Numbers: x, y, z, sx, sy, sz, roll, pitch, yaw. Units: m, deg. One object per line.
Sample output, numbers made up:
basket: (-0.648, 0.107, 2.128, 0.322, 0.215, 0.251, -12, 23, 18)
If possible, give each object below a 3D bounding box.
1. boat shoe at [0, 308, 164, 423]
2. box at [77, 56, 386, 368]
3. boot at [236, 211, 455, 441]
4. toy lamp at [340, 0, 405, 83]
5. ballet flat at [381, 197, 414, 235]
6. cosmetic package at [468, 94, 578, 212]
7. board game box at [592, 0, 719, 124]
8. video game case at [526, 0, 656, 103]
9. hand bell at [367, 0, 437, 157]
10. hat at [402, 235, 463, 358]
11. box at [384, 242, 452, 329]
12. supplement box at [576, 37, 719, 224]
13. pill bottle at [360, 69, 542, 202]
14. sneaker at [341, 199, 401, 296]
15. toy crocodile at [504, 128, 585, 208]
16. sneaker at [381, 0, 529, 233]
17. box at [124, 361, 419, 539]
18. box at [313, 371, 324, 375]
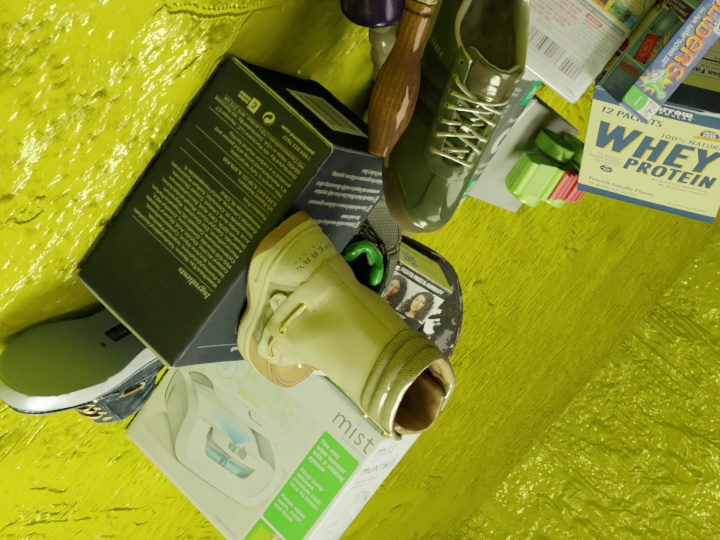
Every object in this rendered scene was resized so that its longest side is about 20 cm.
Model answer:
boat shoe: (-0.204, 0.084, 1.180, 0.200, 0.071, 0.091, -26, 148, -55)
box: (-0.083, -0.039, 1.154, 0.200, 0.107, 0.148, -53, 162, 13)
boot: (-0.010, 0.064, 1.109, 0.073, 0.155, 0.200, -39, 160, -25)
toy lamp: (0.018, -0.157, 1.177, 0.058, 0.058, 0.201, -39, 143, -26)
ballet flat: (0.039, -0.066, 1.429, 0.072, 0.072, 0.200, -51, 163, 11)
cosmetic package: (0.131, -0.130, 1.523, 0.113, 0.081, 0.200, -51, 161, 8)
board game box: (0.223, -0.215, 1.267, 0.034, 0.200, 0.136, 31, 106, -28)
video game case: (0.145, -0.250, 1.176, 0.182, 0.199, 0.023, -52, -154, 12)
hand bell: (0.039, -0.173, 1.073, 0.104, 0.104, 0.201, -18, 127, -58)
hat: (0.006, 0.031, 1.529, 0.199, 0.081, 0.202, -6, 125, -9)
box: (-0.010, 0.061, 1.463, 0.075, 0.050, 0.200, 31, 112, -33)
supplement box: (0.288, -0.185, 1.412, 0.200, 0.133, 0.201, 83, 24, -66)
pill bottle: (0.086, -0.160, 1.291, 0.113, 0.113, 0.201, -20, 148, -56)
sneaker: (0.000, 0.000, 1.291, 0.085, 0.078, 0.200, -43, -167, 35)
toy crocodile: (0.192, -0.091, 1.513, 0.068, 0.062, 0.200, -56, 161, 16)
sneaker: (0.072, -0.127, 1.108, 0.090, 0.067, 0.202, -2, -108, 67)
box: (-0.075, 0.141, 1.399, 0.177, 0.200, 0.097, -53, 162, 18)
box: (-0.050, 0.058, 1.320, 0.039, 0.198, 0.042, 110, -9, -53)
